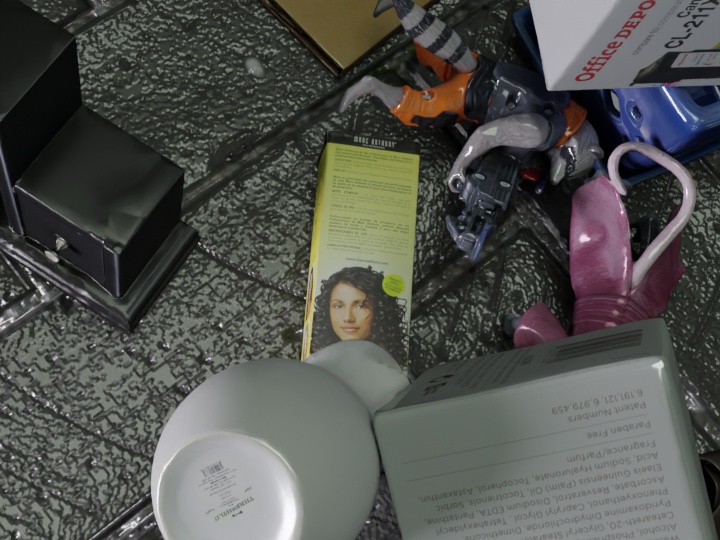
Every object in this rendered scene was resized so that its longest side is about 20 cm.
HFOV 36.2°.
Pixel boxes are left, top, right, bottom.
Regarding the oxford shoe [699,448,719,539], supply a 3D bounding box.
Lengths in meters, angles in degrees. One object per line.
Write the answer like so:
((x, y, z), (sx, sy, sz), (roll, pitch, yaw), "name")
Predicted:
((0.258, 0.160, 0.780), (0.200, 0.073, 0.071), (-10, 72, -14), "oxford shoe")

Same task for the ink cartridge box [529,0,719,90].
((0.218, -0.175, 0.660), (0.200, 0.146, 0.083), (-4, 75, -10), "ink cartridge box")

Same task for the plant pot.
((0.242, -0.183, 0.840), (0.200, 0.180, 0.200), (-24, 77, -17), "plant pot")

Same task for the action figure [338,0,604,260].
((0.086, -0.110, 0.790), (0.193, 0.105, 0.200), (24, 41, -9), "action figure")

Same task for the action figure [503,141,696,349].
((0.184, 0.037, 0.773), (0.134, 0.149, 0.200), (24, 62, -5), "action figure")

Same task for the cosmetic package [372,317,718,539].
((0.124, 0.150, 0.656), (0.166, 0.167, 0.200), (-14, 90, 15), "cosmetic package")

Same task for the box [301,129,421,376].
((0.000, 0.000, 0.802), (0.075, 0.050, 0.200), (6, 69, -8), "box")

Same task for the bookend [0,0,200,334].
((-0.205, -0.076, 0.710), (0.200, 0.199, 0.092), (33, 66, 1), "bookend")

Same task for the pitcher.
((-0.063, 0.120, 0.651), (0.171, 0.200, 0.121), (-33, 88, 15), "pitcher")

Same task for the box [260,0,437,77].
((-0.001, -0.272, 0.911), (0.200, 0.021, 0.164), (-42, 83, -21), "box")
